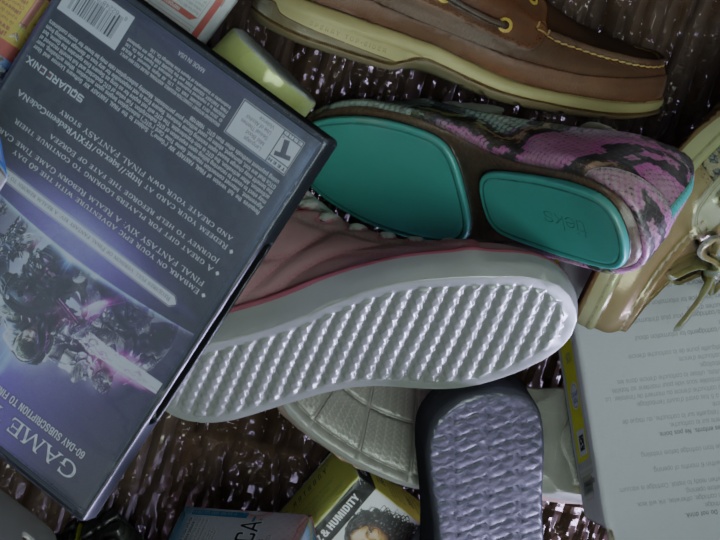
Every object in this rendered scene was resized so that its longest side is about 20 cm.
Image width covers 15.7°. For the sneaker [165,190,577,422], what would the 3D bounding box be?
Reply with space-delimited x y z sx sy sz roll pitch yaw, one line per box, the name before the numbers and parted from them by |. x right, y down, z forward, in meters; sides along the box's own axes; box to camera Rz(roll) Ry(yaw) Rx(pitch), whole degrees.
sneaker | 0.000 0.000 1.165 0.199 0.105 0.076 -11 134 18

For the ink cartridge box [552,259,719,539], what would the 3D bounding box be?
ink cartridge box | 0.195 0.059 1.225 0.196 0.047 0.201 -5 80 -11

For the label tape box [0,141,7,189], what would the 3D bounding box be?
label tape box | -0.193 -0.046 1.084 0.063 0.144 0.200 30 102 -19

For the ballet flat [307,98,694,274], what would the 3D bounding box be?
ballet flat | 0.064 -0.045 1.163 0.071 0.199 0.069 -37 126 -38

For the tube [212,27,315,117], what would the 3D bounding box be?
tube | -0.103 -0.018 1.165 0.200 0.058 0.052 -47 133 7

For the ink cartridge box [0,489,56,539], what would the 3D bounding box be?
ink cartridge box | -0.227 0.104 1.163 0.200 0.116 0.068 41 98 -20

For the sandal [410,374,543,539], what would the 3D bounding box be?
sandal | 0.052 0.131 1.210 0.076 0.043 0.201 -3 119 -18

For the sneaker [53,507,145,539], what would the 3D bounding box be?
sneaker | -0.160 0.210 1.235 0.200 0.078 0.085 -43 112 4

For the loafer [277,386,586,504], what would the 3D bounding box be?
loafer | 0.048 0.079 1.242 0.199 0.063 0.072 14 71 -13

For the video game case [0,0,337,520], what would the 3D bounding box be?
video game case | -0.120 -0.013 1.139 0.143 0.019 0.200 36 102 15

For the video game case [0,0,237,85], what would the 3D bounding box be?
video game case | -0.151 -0.108 1.159 0.143 0.017 0.200 34 99 -20

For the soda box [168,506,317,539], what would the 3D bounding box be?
soda box | -0.044 0.208 1.232 0.068 0.064 0.201 2 126 18

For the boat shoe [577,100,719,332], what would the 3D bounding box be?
boat shoe | 0.174 -0.040 1.185 0.063 0.073 0.200 41 75 6

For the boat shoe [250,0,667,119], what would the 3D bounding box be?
boat shoe | 0.053 -0.116 1.168 0.199 0.072 0.068 14 102 -18

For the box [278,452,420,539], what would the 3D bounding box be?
box | 0.044 0.173 1.278 0.200 0.050 0.075 40 97 -21
